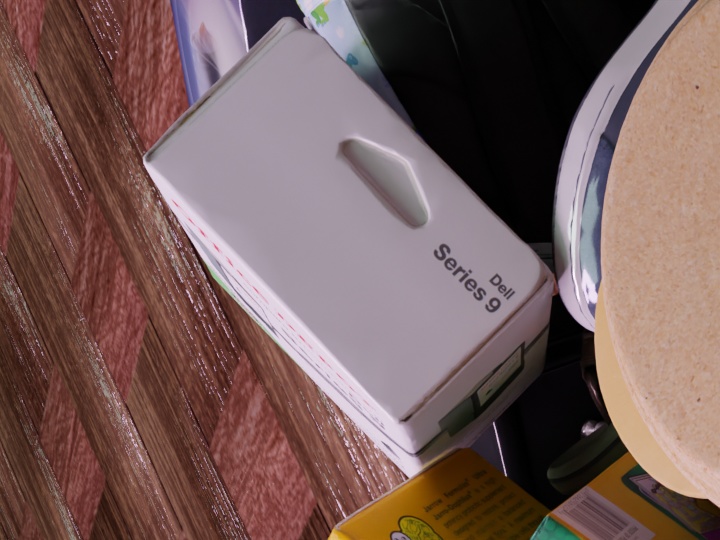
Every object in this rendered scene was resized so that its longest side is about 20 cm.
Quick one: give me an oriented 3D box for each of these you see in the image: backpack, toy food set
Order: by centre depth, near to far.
[{"bbox_3d":[0.152,-0.007,0.646,0.198,0.049,0.201,25,104,47],"label":"toy food set"},{"bbox_3d":[0.063,-0.098,0.920,0.200,0.163,0.154,57,163,16],"label":"backpack"}]

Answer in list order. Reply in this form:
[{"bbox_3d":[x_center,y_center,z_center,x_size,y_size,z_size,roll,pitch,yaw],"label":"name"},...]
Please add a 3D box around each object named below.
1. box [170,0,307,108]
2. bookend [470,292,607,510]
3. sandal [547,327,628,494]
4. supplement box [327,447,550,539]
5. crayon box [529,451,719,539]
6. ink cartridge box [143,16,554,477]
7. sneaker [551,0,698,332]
[{"bbox_3d":[-0.019,-0.092,1.088,0.200,0.123,0.199,-133,32,-66],"label":"box"},{"bbox_3d":[0.062,0.116,0.999,0.092,0.198,0.201,14,119,66],"label":"bookend"},{"bbox_3d":[0.130,0.016,0.897,0.057,0.080,0.201,38,128,16],"label":"sandal"},{"bbox_3d":[0.070,0.183,0.845,0.200,0.109,0.109,37,119,18],"label":"supplement box"},{"bbox_3d":[0.135,0.125,0.811,0.119,0.200,0.058,37,111,15],"label":"crayon box"},{"bbox_3d":[0.000,0.000,0.862,0.146,0.084,0.200,45,174,12],"label":"ink cartridge box"},{"bbox_3d":[0.155,-0.051,0.728,0.146,0.077,0.203,33,99,51],"label":"sneaker"}]
